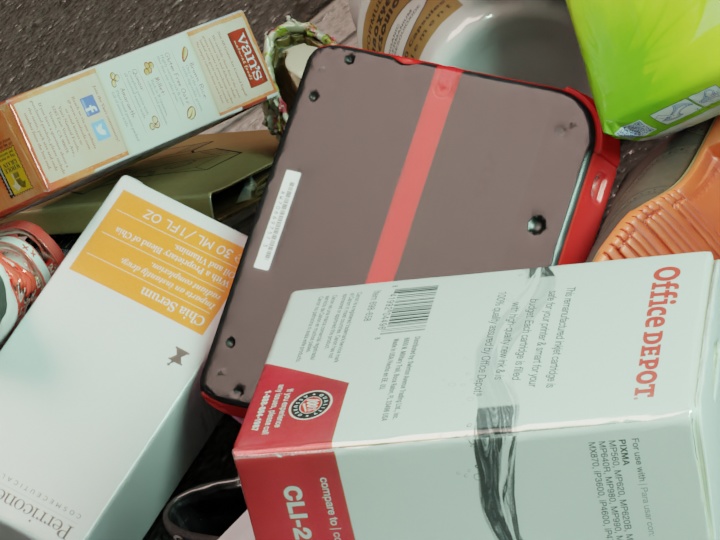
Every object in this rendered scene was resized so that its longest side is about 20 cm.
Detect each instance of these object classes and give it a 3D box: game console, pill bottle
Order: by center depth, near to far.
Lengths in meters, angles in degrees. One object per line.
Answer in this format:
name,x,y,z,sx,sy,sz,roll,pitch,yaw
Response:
game console,0.025,-0.008,1.463,0.177,0.031,0.200,12,77,28
pill bottle,0.060,-0.126,1.637,0.114,0.114,0.200,-39,27,2

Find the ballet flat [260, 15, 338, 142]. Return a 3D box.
ballet flat,-0.013,-0.074,1.648,0.076,0.064,0.200,-23,42,-13

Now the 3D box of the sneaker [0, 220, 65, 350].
sneaker,-0.200,0.005,1.559,0.108,0.067,0.201,-51,-3,-28

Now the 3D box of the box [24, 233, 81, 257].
box,-0.178,0.077,1.664,0.200,0.086,0.164,-52,29,-21

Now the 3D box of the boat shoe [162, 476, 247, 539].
boat shoe,-0.017,0.116,1.424,0.200,0.066,0.070,-11,39,43

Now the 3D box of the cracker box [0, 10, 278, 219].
cracker box,-0.159,-0.075,1.630,0.134,0.058,0.200,-21,5,42

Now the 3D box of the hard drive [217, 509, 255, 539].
hard drive,0.019,0.144,1.289,0.200,0.025,0.132,9,37,35

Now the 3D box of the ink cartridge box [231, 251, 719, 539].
ink cartridge box,0.060,0.067,1.291,0.200,0.084,0.144,-6,28,14

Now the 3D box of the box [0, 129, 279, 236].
box,-0.124,-0.052,1.742,0.200,0.021,0.163,-2,16,32

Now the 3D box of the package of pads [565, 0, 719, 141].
package of pads,0.165,-0.178,1.395,0.154,0.068,0.200,-23,75,31

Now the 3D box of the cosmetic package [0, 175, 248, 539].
cosmetic package,-0.131,0.061,1.533,0.101,0.071,0.200,25,68,17

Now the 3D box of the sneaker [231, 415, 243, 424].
sneaker,0.000,0.000,1.535,0.079,0.095,0.200,32,87,23

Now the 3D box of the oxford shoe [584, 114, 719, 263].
oxford shoe,0.147,-0.013,1.422,0.200,0.071,0.073,-46,18,-30
